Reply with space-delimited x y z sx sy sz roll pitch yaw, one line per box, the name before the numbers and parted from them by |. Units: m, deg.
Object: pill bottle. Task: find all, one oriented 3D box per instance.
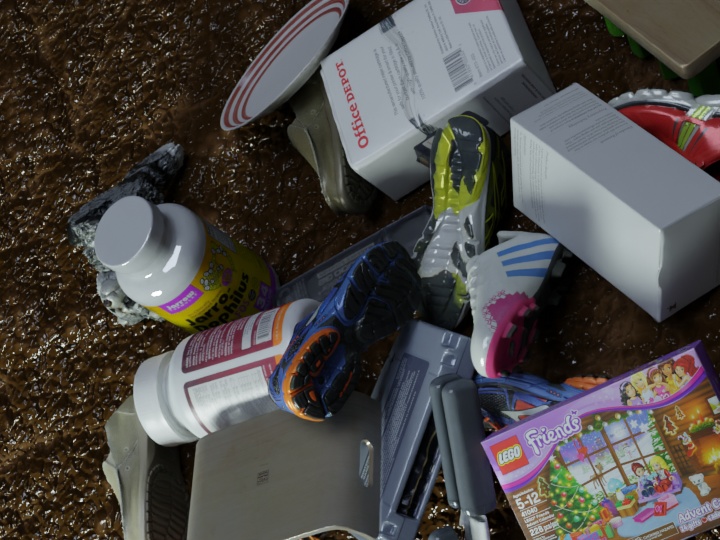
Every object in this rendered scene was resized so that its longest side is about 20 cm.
pill bottle | -0.172 0.000 1.605 0.103 0.200 0.105 -16 60 29
pill bottle | -0.116 0.104 1.575 0.198 0.109 0.111 -18 59 28

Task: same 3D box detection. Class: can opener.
can opener | 0.084 0.190 1.372 0.053 0.066 0.203 -166 68 -65

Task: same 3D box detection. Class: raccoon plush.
raccoon plush | -0.222 -0.033 1.760 0.096 0.135 0.200 0 35 51

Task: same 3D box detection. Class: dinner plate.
dinner plate | -0.074 -0.220 1.716 0.200 0.024 0.201 -43 20 19

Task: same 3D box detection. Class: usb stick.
usb stick | 0.000 0.000 1.594 0.199 0.033 0.056 -29 61 21

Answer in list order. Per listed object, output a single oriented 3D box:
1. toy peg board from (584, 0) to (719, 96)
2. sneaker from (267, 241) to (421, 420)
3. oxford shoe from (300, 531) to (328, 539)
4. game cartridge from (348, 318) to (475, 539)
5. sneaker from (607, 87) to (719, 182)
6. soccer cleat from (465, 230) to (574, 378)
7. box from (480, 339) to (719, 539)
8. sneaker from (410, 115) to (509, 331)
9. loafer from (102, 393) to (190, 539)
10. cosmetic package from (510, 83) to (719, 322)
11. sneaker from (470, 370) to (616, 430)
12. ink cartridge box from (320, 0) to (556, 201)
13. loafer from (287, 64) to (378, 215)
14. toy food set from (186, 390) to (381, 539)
toy peg board | 0.314 -0.261 1.473 0.198 0.098 0.200 -38 51 -5
sneaker | -0.020 0.048 1.451 0.078 0.076 0.200 -8 34 53
oxford shoe | -0.073 0.251 1.501 0.072 0.071 0.202 1 68 31
game cartridge | 0.038 0.145 1.450 0.133 0.041 0.202 18 88 66
sneaker | 0.287 -0.108 1.416 0.198 0.077 0.086 5 78 38
soccer cleat | 0.120 0.027 1.415 0.085 0.071 0.200 16 33 19
box | 0.214 0.160 1.316 0.199 0.039 0.138 -27 88 22
sneaker | 0.104 -0.041 1.517 0.074 0.084 0.203 15 99 35
loafer | -0.217 0.213 1.624 0.068 0.076 0.202 -28 45 23
cosmetic package | 0.221 -0.061 1.403 0.084 0.108 0.200 -28 47 -22
sneaker | 0.154 0.131 1.396 0.198 0.075 0.079 -1 71 37
ink cartridge box | 0.074 -0.186 1.597 0.199 0.084 0.146 -31 54 19
loafer | -0.032 -0.127 1.655 0.067 0.076 0.201 -29 44 21
toy food set | -0.072 0.201 1.458 0.198 0.060 0.145 -22 44 25
